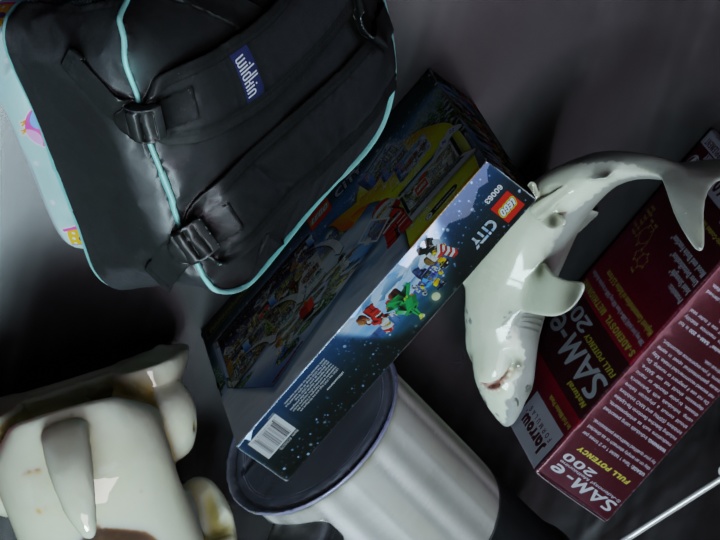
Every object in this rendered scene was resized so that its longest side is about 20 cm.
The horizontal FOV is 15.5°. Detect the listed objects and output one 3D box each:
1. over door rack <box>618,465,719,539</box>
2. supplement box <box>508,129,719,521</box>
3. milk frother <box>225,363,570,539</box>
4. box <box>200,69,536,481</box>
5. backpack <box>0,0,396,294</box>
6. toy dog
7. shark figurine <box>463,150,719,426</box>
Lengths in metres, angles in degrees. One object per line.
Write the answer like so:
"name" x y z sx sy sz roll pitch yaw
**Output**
"over door rack" 0.204 0.205 1.599 0.200 0.067 0.148 -41 118 8
"supplement box" 0.167 0.030 1.482 0.061 0.109 0.200 34 103 -24
"milk frother" 0.056 0.147 1.445 0.200 0.181 0.188 -23 129 29
"box" 0.000 0.000 1.412 0.038 0.137 0.200 36 103 -23
"backpack" -0.079 -0.102 1.328 0.200 0.153 0.176 -42 122 -34
"toy dog" -0.120 0.157 1.419 0.139 0.194 0.201 -19 99 -13
"shark figurine" 0.123 -0.026 1.457 0.089 0.128 0.214 -14 156 -51
